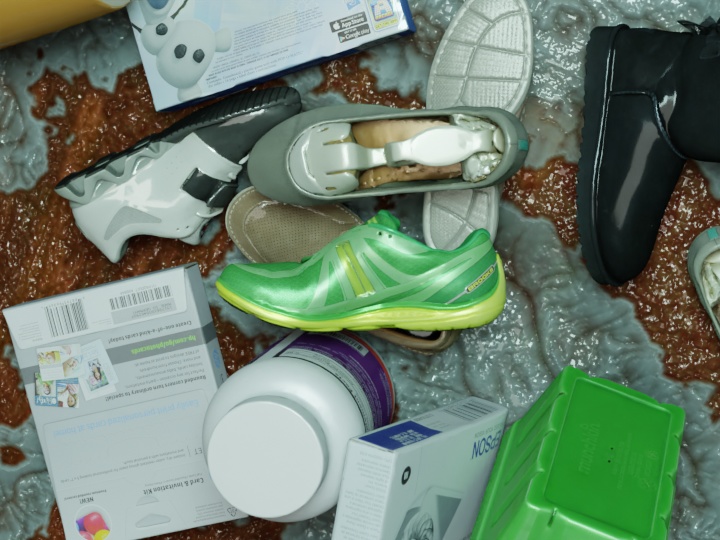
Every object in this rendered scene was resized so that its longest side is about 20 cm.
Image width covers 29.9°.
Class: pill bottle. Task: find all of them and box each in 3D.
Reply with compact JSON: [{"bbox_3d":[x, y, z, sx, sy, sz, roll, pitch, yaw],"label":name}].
[{"bbox_3d":[-0.043,0.108,0.950,0.112,0.200,0.113,1,98,10],"label":"pill bottle"}]

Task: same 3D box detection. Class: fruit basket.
[{"bbox_3d":[0.152,0.202,0.940,0.155,0.216,0.216,20,101,7],"label":"fruit basket"}]

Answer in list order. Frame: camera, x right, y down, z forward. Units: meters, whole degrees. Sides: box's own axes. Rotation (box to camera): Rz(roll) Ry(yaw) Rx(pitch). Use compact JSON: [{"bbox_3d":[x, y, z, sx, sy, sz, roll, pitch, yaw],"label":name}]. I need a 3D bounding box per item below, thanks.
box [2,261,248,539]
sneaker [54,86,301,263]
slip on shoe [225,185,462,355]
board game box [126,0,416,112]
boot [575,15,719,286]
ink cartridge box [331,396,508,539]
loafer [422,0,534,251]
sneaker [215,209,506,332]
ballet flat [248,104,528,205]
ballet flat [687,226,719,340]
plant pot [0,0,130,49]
[{"bbox_3d":[-0.178,0.108,1.056,0.156,0.041,0.200,-14,94,12],"label":"box"},{"bbox_3d":[-0.122,-0.070,1.013,0.200,0.074,0.089,-24,105,15],"label":"sneaker"},{"bbox_3d":[-0.014,0.000,1.001,0.200,0.061,0.076,35,102,4],"label":"slip on shoe"},{"bbox_3d":[-0.082,-0.240,0.988,0.200,0.043,0.199,-16,93,12],"label":"board game box"},{"bbox_3d":[0.234,-0.083,0.913,0.162,0.073,0.199,5,97,33],"label":"boot"},{"bbox_3d":[0.034,0.200,0.951,0.041,0.200,0.200,16,101,26],"label":"ink cartridge box"},{"bbox_3d":[0.084,-0.103,0.974,0.072,0.063,0.200,11,96,13],"label":"loafer"},{"bbox_3d":[0.000,0.000,0.936,0.200,0.074,0.084,-1,93,-2],"label":"sneaker"},{"bbox_3d":[0.013,-0.082,0.918,0.200,0.064,0.068,-4,94,13],"label":"ballet flat"},{"bbox_3d":[0.289,0.062,0.954,0.067,0.064,0.200,-28,92,13],"label":"ballet flat"},{"bbox_3d":[-0.257,-0.236,0.934,0.183,0.200,0.201,-2,97,16],"label":"plant pot"}]
